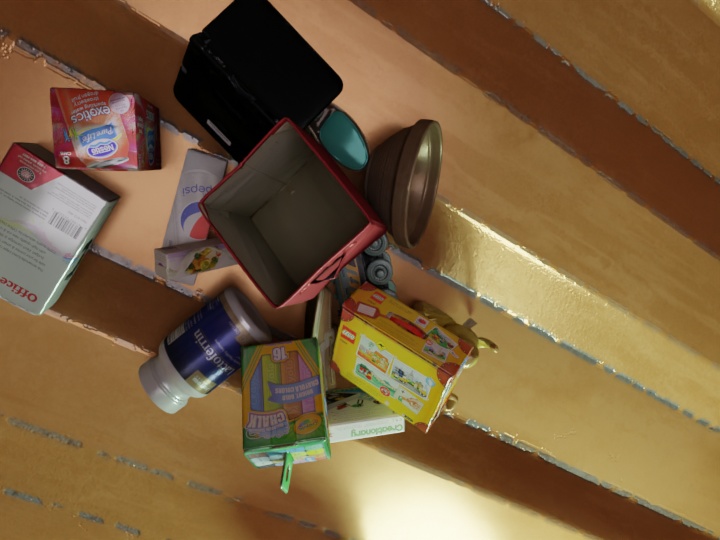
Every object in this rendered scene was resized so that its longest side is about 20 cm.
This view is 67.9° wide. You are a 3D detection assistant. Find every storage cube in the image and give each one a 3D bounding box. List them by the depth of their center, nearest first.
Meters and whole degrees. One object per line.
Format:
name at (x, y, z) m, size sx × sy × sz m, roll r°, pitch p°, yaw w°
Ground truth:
storage cube at (-0.083, -0.071, 0.755) m, size 0.170 × 0.180 × 0.201 m, roll -41°, pitch 85°, yaw 9°

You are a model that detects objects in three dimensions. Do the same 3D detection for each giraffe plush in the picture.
giraffe plush at (0.133, 0.169, 0.967) m, size 0.198 × 0.172 × 0.165 m, roll 5°, pitch 116°, yaw -49°

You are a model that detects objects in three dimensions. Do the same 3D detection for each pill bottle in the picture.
pill bottle at (-0.252, 0.131, 0.869) m, size 0.199 × 0.116 × 0.116 m, roll -39°, pitch 108°, yaw -2°

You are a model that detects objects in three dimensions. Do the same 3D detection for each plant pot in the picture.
plant pot at (0.064, -0.144, 0.866) m, size 0.091 × 0.200 × 0.206 m, roll 13°, pitch 101°, yaw 18°

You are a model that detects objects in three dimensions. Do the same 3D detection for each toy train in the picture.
toy train at (0.000, 0.000, 0.921) m, size 0.111 × 0.085 × 0.204 m, roll -10°, pitch 108°, yaw 3°

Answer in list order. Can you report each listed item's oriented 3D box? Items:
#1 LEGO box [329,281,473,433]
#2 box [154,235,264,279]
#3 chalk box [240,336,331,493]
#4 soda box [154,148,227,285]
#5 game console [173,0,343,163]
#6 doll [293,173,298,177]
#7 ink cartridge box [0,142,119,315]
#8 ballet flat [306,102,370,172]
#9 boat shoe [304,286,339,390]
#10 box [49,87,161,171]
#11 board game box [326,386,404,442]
LEGO box at (0.057, 0.137, 0.850) m, size 0.198 × 0.077 × 0.151 m, roll 31°, pitch 133°, yaw 18°
box at (-0.217, -0.027, 0.825) m, size 0.198 × 0.041 × 0.040 m, roll -17°, pitch 117°, yaw -46°
chalk box at (-0.110, 0.224, 0.809) m, size 0.121 × 0.125 × 0.204 m, roll -7°, pitch 61°, yaw -4°
soda box at (-0.265, -0.085, 0.842) m, size 0.062 × 0.068 × 0.204 m, roll 16°, pitch 98°, yaw -16°
game console at (-0.157, -0.272, 0.805) m, size 0.200 × 0.176 × 0.117 m, roll 45°, pitch 47°, yaw -3°
doll at (-0.118, -0.158, 0.870) m, size 0.135 × 0.048 × 0.202 m, roll -34°, pitch 108°, yaw -5°
ink cartridge box at (-0.479, -0.062, 0.789) m, size 0.144 × 0.083 × 0.202 m, roll 33°, pitch 93°, yaw -18°
ballet flat at (-0.059, -0.240, 0.854) m, size 0.070 × 0.065 × 0.200 m, roll -43°, pitch 101°, yaw 7°
boat shoe at (-0.063, 0.120, 0.938) m, size 0.065 × 0.074 × 0.204 m, roll 0°, pitch 112°, yaw -16°
box at (-0.338, -0.186, 0.733) m, size 0.097 × 0.200 × 0.098 m, roll 0°, pitch 101°, yaw -13°
board game box at (-0.033, 0.251, 0.942) m, size 0.195 × 0.126 × 0.035 m, roll -5°, pitch 104°, yaw -11°
